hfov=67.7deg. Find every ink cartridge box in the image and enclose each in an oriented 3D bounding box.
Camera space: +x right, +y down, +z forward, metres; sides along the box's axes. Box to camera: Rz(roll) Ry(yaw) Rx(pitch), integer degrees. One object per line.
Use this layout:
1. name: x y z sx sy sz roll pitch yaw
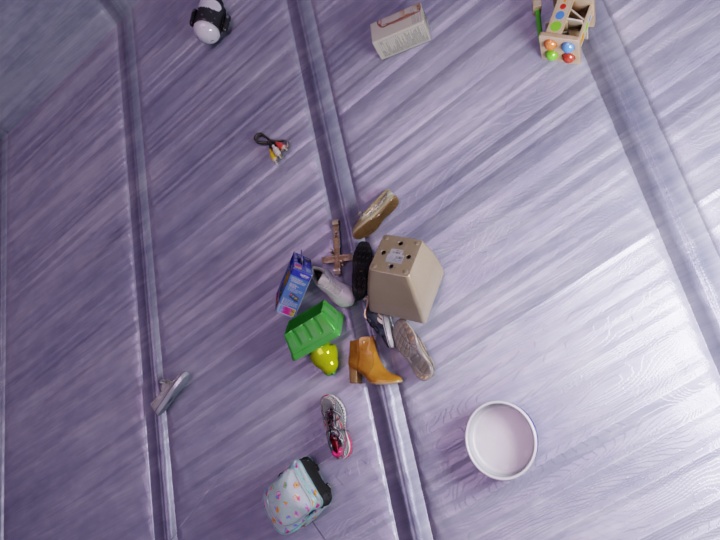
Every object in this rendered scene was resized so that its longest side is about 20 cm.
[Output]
1. ink cartridge box: -0.220 0.035 1.818 0.205 0.074 0.137 -63 17 17

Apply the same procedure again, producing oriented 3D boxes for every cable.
1. cable: -0.346 -0.497 2.083 0.098 0.050 0.200 -48 64 6

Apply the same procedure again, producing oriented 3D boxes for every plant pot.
1. plant pot: 0.125 0.007 1.630 0.193 0.179 0.204 11 56 26

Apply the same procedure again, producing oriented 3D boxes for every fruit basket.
1. fruit basket: -0.134 0.236 1.779 0.207 0.157 0.223 1 115 3

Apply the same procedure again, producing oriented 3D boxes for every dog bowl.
1. dog bowl: 0.390 0.467 1.485 0.193 0.078 0.208 -6 75 23

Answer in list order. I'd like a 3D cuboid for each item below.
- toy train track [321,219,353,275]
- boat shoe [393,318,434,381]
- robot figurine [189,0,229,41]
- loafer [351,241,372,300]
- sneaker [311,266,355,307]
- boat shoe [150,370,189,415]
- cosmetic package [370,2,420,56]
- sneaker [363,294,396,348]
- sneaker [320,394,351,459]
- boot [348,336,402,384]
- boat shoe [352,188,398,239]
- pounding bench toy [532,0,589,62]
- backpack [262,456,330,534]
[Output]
1. toy train track: -0.085 -0.086 1.857 0.110 0.033 0.207 -6 68 7
2. boat shoe: 0.164 0.244 1.651 0.073 0.073 0.205 -32 71 18
3. robot figurine: -0.654 -1.093 2.336 0.147 0.123 0.208 4 79 43
4. loafer: 0.000 0.000 1.789 0.065 0.071 0.207 8 63 -5
5. sneaker: -0.103 0.055 1.806 0.197 0.099 0.079 34 91 28
6. boat shoe: -0.727 0.442 2.023 0.086 0.074 0.204 40 103 10
7. cosmetic package: 0.142 -0.848 1.909 0.193 0.103 0.091 -14 70 20
8. sneaker: 0.060 0.163 1.717 0.077 0.079 0.206 -21 58 13
9. sneaker: -0.081 0.492 1.705 0.079 0.074 0.205 -29 66 15
10. boot: 0.044 0.283 1.697 0.195 0.070 0.150 -4 79 30
11. boat shoe: 0.043 -0.188 1.818 0.199 0.074 0.063 -42 58 -1
12. pounding bench toy: 0.598 -0.739 1.652 0.195 0.124 0.161 22 87 28
13. backpack: -0.209 0.712 1.674 0.200 0.152 0.177 -46 68 15
